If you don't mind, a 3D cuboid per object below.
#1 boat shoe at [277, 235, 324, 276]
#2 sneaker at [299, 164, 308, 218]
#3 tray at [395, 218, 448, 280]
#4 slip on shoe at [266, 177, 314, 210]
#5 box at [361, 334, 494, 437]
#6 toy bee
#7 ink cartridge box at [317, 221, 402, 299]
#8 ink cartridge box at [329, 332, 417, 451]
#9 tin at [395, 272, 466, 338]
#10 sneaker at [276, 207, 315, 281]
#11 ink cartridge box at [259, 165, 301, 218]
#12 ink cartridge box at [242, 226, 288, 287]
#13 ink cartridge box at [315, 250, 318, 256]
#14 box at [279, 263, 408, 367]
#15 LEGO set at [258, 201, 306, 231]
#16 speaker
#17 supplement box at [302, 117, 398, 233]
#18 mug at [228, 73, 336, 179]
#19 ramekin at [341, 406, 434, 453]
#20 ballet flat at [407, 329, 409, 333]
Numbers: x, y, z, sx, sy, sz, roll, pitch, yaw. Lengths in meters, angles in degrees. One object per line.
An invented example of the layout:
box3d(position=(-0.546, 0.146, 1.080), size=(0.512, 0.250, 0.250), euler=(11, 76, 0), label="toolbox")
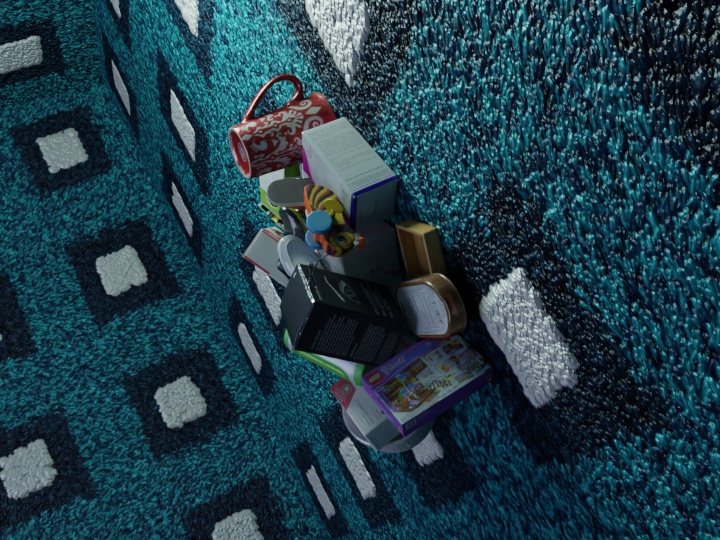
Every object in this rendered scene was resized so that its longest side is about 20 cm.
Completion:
box3d(position=(-0.092, 0.012, 1.533), size=(0.201, 0.073, 0.067), euler=(55, 157, -4), label="boat shoe")
box3d(position=(-0.086, -0.155, 1.660), size=(0.082, 0.074, 0.201), euler=(-157, 47, -73), label="sneaker")
box3d(position=(0.124, 0.011, 1.398), size=(0.099, 0.037, 0.201), euler=(26, 136, 59), label="tray")
box3d(position=(-0.089, -0.153, 1.549), size=(0.061, 0.198, 0.075), euler=(127, 144, -84), label="slip on shoe")
box3d(position=(0.120, 0.193, 1.364), size=(0.137, 0.199, 0.039), euler=(45, 156, 44), label="box")
box3d(position=(-0.048, -0.064, 1.396), size=(0.131, 0.108, 0.202), euler=(125, 143, -76), label="toy bee")
box3d(position=(0.000, 0.000, 1.557), size=(0.128, 0.125, 0.201), euler=(40, 147, 51), label="ink cartridge box")
box3d(position=(0.061, 0.237, 1.531), size=(0.146, 0.200, 0.085), euler=(47, 172, 39), label="ink cartridge box")
box3d(position=(0.121, 0.064, 1.363), size=(0.200, 0.042, 0.113), euler=(-13, 96, 69), label="tin")
box3d(position=(-0.139, -0.036, 1.597), size=(0.074, 0.081, 0.201), euler=(-5, 102, 66), label="sneaker")
box3d(position=(-0.174, -0.233, 1.750), size=(0.148, 0.075, 0.201), euler=(38, 133, 51), label="ink cartridge box")
box3d(position=(-0.188, -0.033, 1.854), size=(0.145, 0.084, 0.200), euler=(34, -174, -1), label="ink cartridge box")
box3d(position=(-0.040, 0.021, 1.685), size=(0.067, 0.116, 0.201), euler=(45, 149, 45), label="ink cartridge box")
box3d(position=(-0.034, 0.084, 1.417), size=(0.105, 0.199, 0.148), euler=(-65, 24, 22), label="box")
box3d(position=(-0.142, -0.136, 1.834), size=(0.154, 0.116, 0.200), euler=(45, 178, -35), label="LEGO set")
box3d(position=(-0.055, 0.159, 1.523), size=(0.199, 0.088, 0.089), euler=(22, 136, 30), label="speaker")
box3d(position=(-0.023, -0.185, 1.459), size=(0.200, 0.103, 0.102), euler=(52, 155, 31), label="supplement box")
box3d(position=(-0.167, -0.287, 1.562), size=(0.178, 0.199, 0.134), euler=(60, 159, 14), label="mug")
box3d(position=(0.067, 0.289, 1.607), size=(0.202, 0.202, 0.094), euler=(49, 174, 38), label="ramekin")
box3d(position=(0.064, 0.144, 1.645), size=(0.071, 0.070, 0.201), euler=(54, 155, 30), label="ballet flat")
